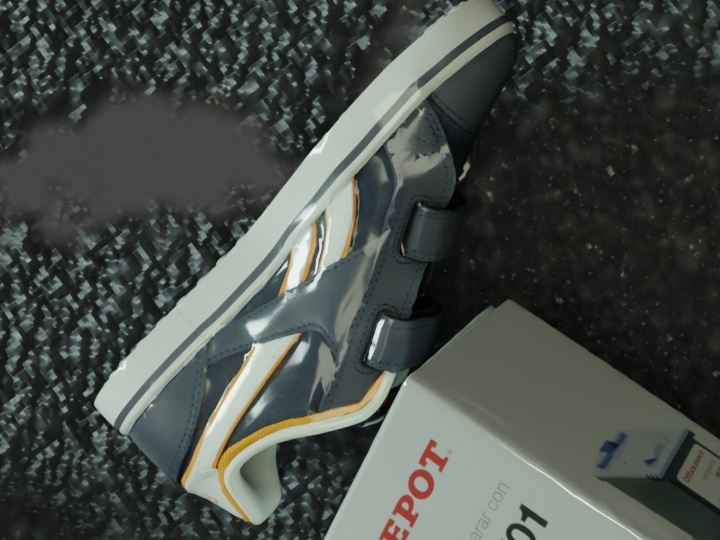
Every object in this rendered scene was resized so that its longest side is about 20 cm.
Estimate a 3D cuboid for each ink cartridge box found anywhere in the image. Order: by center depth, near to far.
[{"bbox_3d":[0.083,0.129,0.984,0.199,0.086,0.147,33,121,13],"label":"ink cartridge box"}]

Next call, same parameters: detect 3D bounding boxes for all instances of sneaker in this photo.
[{"bbox_3d":[0.000,0.000,1.026,0.079,0.078,0.200,43,108,6],"label":"sneaker"}]
